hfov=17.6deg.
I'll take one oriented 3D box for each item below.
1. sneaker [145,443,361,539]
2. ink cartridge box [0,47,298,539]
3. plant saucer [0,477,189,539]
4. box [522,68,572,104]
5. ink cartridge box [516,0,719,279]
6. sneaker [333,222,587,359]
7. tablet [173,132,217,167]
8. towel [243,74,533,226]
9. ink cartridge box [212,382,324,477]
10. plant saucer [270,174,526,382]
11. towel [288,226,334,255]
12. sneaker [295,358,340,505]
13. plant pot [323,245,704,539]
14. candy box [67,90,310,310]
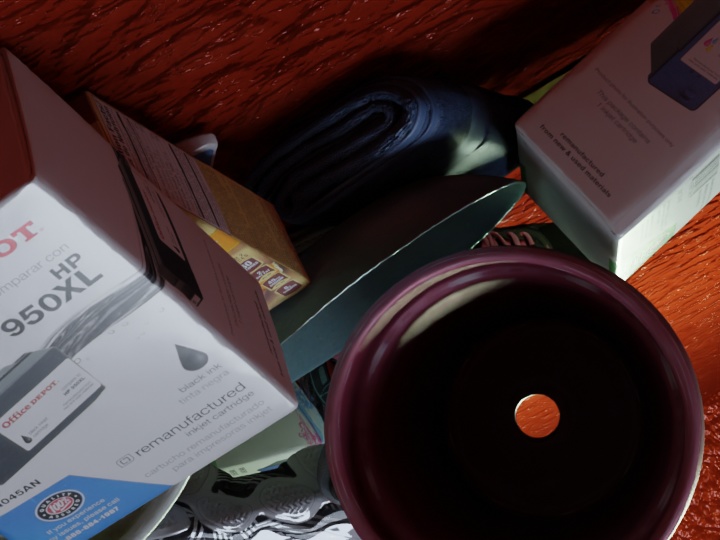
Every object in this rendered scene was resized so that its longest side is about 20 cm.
[{"bbox_3d":[-0.073,0.178,1.462,0.200,0.075,0.115,-7,122,-15],"label":"sneaker"},{"bbox_3d":[-0.143,0.021,0.980,0.145,0.084,0.200,-33,137,12],"label":"ink cartridge box"},{"bbox_3d":[-0.166,0.081,1.261,0.200,0.050,0.200,-27,130,-36],"label":"plant saucer"},{"bbox_3d":[0.185,-0.111,1.408,0.200,0.075,0.050,-32,170,10],"label":"box"},{"bbox_3d":[0.186,-0.099,1.283,0.200,0.088,0.145,-41,167,-3],"label":"ink cartridge box"},{"bbox_3d":[0.066,0.002,1.395,0.200,0.079,0.095,-11,154,-10],"label":"sneaker"},{"bbox_3d":[-0.140,-0.013,1.223,0.130,0.014,0.200,-26,169,-15],"label":"tablet"},{"bbox_3d":[0.024,-0.068,1.284,0.112,0.049,0.200,-33,167,21],"label":"towel"},{"bbox_3d":[-0.045,0.094,1.605,0.200,0.088,0.145,-15,168,1],"label":"ink cartridge box"},{"bbox_3d":[0.000,0.000,1.261,0.201,0.039,0.201,-36,173,-5],"label":"plant saucer"},{"bbox_3d":[0.010,-0.014,1.510,0.132,0.034,0.200,-28,168,1],"label":"towel"},{"bbox_3d":[-0.005,0.081,1.450,0.095,0.079,0.200,9,-149,13],"label":"sneaker"},{"bbox_3d":[0.095,0.086,1.299,0.200,0.200,0.179,-31,173,10],"label":"plant pot"},{"bbox_3d":[-0.119,-0.007,1.110,0.115,0.055,0.200,-33,157,13],"label":"candy box"}]
